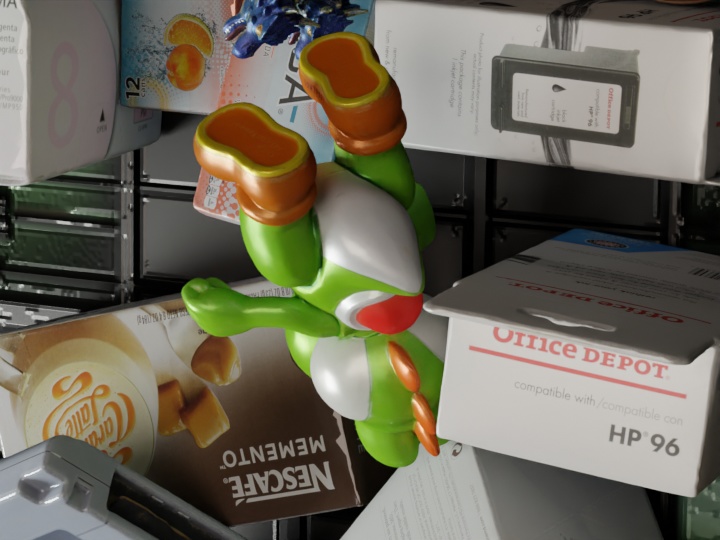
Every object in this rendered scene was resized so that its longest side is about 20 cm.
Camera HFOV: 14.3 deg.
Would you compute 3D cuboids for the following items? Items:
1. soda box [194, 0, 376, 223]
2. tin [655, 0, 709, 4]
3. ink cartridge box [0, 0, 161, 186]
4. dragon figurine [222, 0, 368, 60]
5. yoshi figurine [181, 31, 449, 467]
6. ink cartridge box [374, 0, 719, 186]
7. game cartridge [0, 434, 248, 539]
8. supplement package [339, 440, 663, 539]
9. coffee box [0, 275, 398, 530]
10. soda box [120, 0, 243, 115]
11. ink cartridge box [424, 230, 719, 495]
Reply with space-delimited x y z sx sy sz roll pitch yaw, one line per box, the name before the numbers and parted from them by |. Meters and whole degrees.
soda box | -0.011 -0.114 1.313 0.068 0.064 0.201 15 93 27
tin | 0.128 -0.214 1.218 0.111 0.042 0.201 -9 101 30
ink cartridge box | -0.138 -0.150 1.349 0.057 0.162 0.201 11 103 17
dragon figurine | -0.010 -0.187 1.242 0.099 0.059 0.201 38 103 24
yoshi figurine | -0.012 -0.004 1.226 0.112 0.112 0.201 -3 133 17
ink cartridge box | 0.118 -0.082 1.244 0.199 0.116 0.068 9 103 28
game cartridge | -0.114 0.149 1.378 0.133 0.200 0.042 -20 46 44
supplement package | 0.041 0.178 1.307 0.200 0.113 0.110 -52 29 25
coffee box | -0.075 0.066 1.396 0.199 0.080 0.115 -11 92 30
soda box | -0.070 -0.175 1.367 0.068 0.063 0.201 7 100 28
ink cartridge box | 0.107 0.039 1.205 0.115 0.200 0.068 12 103 21
